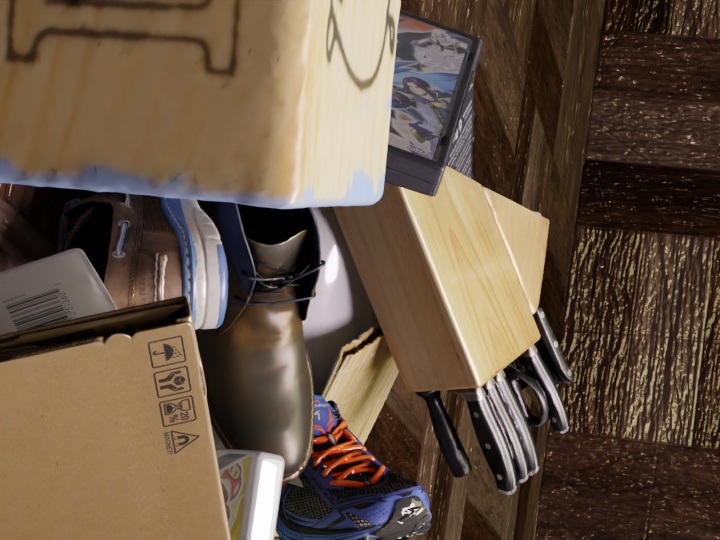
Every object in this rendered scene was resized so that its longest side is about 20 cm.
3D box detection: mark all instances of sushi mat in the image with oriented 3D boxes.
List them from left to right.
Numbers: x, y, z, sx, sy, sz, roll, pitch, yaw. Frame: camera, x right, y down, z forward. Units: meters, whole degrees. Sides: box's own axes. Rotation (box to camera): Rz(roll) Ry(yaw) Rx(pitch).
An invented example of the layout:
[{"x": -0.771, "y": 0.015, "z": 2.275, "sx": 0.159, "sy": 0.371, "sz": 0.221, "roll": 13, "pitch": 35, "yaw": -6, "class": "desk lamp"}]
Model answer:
[{"x": -0.014, "y": 0.102, "z": 1.363, "sx": 0.096, "sy": 0.012, "sz": 0.200, "roll": -33, "pitch": 156, "yaw": -45, "class": "sushi mat"}]

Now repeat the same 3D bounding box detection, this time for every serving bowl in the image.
[{"x": 0.000, "y": 0.000, "z": 1.362, "sx": 0.200, "sy": 0.066, "sz": 0.201, "roll": -48, "pitch": 150, "yaw": -40, "class": "serving bowl"}]

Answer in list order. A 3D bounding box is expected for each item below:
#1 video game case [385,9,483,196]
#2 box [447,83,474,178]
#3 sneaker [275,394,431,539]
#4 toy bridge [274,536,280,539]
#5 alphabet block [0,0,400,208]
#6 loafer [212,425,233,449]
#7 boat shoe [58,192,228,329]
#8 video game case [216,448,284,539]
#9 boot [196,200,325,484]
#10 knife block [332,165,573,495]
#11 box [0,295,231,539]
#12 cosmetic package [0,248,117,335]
[{"x": -0.033, "y": -0.126, "z": 1.255, "sx": 0.181, "sy": 0.199, "sz": 0.026, "roll": -71, "pitch": 179, "yaw": -58, "class": "video game case"}, {"x": 0.005, "y": -0.040, "z": 1.589, "sx": 0.104, "sy": 0.147, "sz": 0.201, "roll": -61, "pitch": 153, "yaw": -60, "class": "box"}, {"x": -0.028, "y": 0.115, "z": 1.240, "sx": 0.075, "sy": 0.200, "sz": 0.079, "roll": -9, "pitch": 103, "yaw": -33, "class": "sneaker"}, {"x": -0.079, "y": 0.202, "z": 1.280, "sx": 0.067, "sy": 0.199, "sz": 0.027, "roll": 66, "pitch": 17, "yaw": 12, "class": "toy bridge"}, {"x": -0.092, "y": -0.138, "z": 1.033, "sx": 0.195, "sy": 0.195, "sz": 0.201, "roll": -14, "pitch": 109, "yaw": -78, "class": "alphabet block"}, {"x": -0.097, "y": 0.151, "z": 1.241, "sx": 0.070, "sy": 0.070, "sz": 0.201, "roll": 13, "pitch": 101, "yaw": -47, "class": "loafer"}, {"x": -0.127, "y": -0.019, "z": 1.147, "sx": 0.200, "sy": 0.072, "sz": 0.073, "roll": -145, "pitch": -124, "yaw": -70, "class": "boat shoe"}, {"x": -0.116, "y": 0.198, "z": 1.166, "sx": 0.023, "sy": 0.182, "sz": 0.201, "roll": 15, "pitch": 78, "yaw": -37, "class": "video game case"}, {"x": -0.060, "y": 0.017, "z": 1.165, "sx": 0.097, "sy": 0.074, "sz": 0.201, "roll": 143, "pitch": -65, "yaw": -71, "class": "boot"}, {"x": 0.052, "y": 0.037, "z": 1.285, "sx": 0.200, "sy": 0.064, "sz": 0.176, "roll": 25, "pitch": 67, "yaw": -41, "class": "knife block"}, {"x": -0.147, "y": 0.110, "z": 0.996, "sx": 0.021, "sy": 0.163, "sz": 0.201, "roll": -111, "pitch": -168, "yaw": -49, "class": "box"}, {"x": -0.146, "y": 0.102, "z": 1.077, "sx": 0.105, "sy": 0.071, "sz": 0.201, "roll": -127, "pitch": -155, "yaw": -48, "class": "cosmetic package"}]
